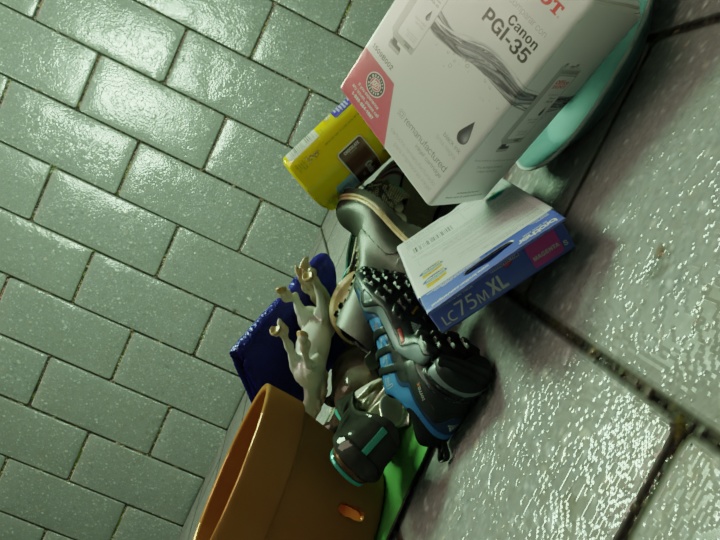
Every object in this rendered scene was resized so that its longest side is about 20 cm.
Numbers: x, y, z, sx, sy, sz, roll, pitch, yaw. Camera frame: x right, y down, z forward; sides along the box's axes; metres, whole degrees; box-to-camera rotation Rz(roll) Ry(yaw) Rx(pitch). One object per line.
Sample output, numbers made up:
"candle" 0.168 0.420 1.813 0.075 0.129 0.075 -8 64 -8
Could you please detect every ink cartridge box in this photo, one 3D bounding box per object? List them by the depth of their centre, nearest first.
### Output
"ink cartridge box" 0.093 -0.174 0.579 0.082 0.147 0.200 -12 -31 -46
"ink cartridge box" 0.095 -0.016 0.588 0.119 0.042 0.200 -34 12 6

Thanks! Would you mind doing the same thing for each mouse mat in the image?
"mouse mat" 0.014 0.222 0.695 0.202 0.007 0.161 -65 9 -1

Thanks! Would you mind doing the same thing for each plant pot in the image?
"plant pot" -0.068 0.228 0.692 0.201 0.139 0.200 -62 10 18

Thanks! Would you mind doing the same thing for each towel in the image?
"towel" -0.084 0.091 0.937 0.200 0.049 0.149 -50 -47 -40

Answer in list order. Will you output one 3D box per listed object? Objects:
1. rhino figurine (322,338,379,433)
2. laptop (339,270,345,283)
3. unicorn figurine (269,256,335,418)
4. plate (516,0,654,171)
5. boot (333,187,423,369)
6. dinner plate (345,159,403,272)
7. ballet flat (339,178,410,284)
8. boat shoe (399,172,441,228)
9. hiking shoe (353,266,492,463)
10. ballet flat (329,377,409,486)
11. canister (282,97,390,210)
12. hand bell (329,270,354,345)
"rhino figurine" -0.009 0.134 0.896 0.200 0.059 0.088 -103 33 -74
"laptop" -0.011 -0.018 1.117 0.200 0.115 0.189 59 -134 -57
"unicorn figurine" -0.065 0.093 0.852 0.201 0.073 0.138 -64 -31 -33
"plate" 0.194 -0.172 0.622 0.200 0.025 0.202 -156 89 -82
"boot" 0.000 0.000 0.774 0.138 0.078 0.200 -46 41 -6
"dinner plate" 0.028 -0.059 0.987 0.200 0.024 0.202 -48 -30 -40
"ballet flat" 0.019 -0.008 0.890 0.067 0.075 0.202 -8 -63 -52
"boat shoe" 0.074 -0.089 0.962 0.063 0.073 0.204 -18 52 68
"hiking shoe" 0.033 0.066 0.633 0.087 0.074 0.200 -69 28 22
"ballet flat" 0.015 0.142 0.677 0.069 0.068 0.200 -48 3 2
"canister" 0.008 -0.168 0.882 0.200 0.087 0.149 -42 -2 5
"hand bell" 0.035 0.078 0.779 0.105 0.103 0.200 -63 21 13
